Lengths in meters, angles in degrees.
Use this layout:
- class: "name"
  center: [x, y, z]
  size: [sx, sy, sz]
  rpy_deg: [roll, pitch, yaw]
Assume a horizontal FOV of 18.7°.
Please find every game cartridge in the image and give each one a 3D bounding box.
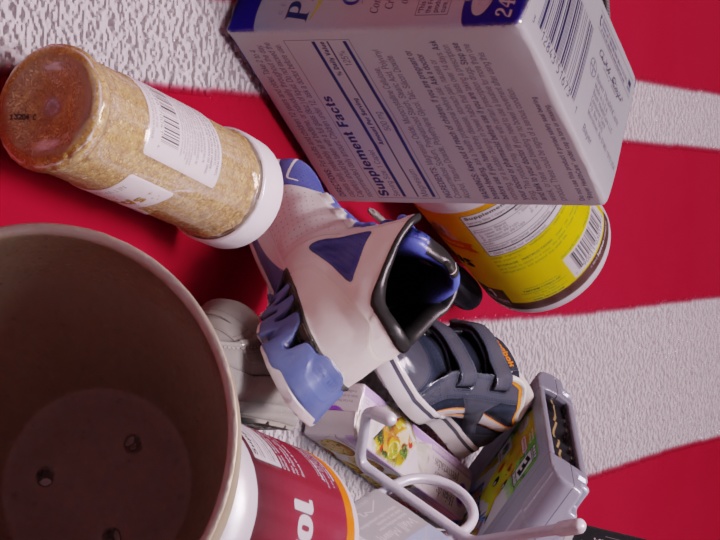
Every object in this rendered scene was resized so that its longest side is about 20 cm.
- class: "game cartridge"
  center: [0.108, 0.163, 1.570]
  size: [0.134, 0.040, 0.200]
  rpy_deg: [-60, -172, 16]

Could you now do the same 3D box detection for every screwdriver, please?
- class: "screwdriver"
  center: [0.043, -0.014, 1.565]
  size: [0.200, 0.028, 0.029]
  rpy_deg: [43, 25, -56]

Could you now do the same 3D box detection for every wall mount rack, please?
- class: "wall mount rack"
  center: [0.030, 0.163, 1.344]
  size: [0.199, 0.173, 0.075]
  rpy_deg: [-28, 139, -46]

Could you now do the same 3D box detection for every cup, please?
- class: "cup"
  center: [-0.143, 0.094, 1.050]
  size: [0.143, 0.198, 0.202]
  rpy_deg: [63, 36, -73]

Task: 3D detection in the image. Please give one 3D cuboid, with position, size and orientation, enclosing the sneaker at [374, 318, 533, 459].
- class: "sneaker"
  center: [0.063, 0.068, 1.531]
  size: [0.079, 0.079, 0.200]
  rpy_deg: [61, 9, 26]

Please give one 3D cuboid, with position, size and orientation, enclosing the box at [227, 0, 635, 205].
- class: "box"
  center: [0.049, -0.134, 1.371]
  size: [0.184, 0.198, 0.106]
  rpy_deg: [58, 42, -49]

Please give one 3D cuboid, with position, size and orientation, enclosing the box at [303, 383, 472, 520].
- class: "box"
  center: [0.022, 0.127, 1.519]
  size: [0.200, 0.041, 0.039]
  rpy_deg: [43, 55, -58]

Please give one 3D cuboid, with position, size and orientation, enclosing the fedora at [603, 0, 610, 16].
- class: "fedora"
  center: [0.128, -0.171, 1.646]
  size: [0.201, 0.089, 0.178]
  rpy_deg: [-69, 151, -48]

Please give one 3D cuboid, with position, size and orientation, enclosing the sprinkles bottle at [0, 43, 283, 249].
- class: "sprinkles bottle"
  center: [-0.116, -0.065, 1.196]
  size: [0.200, 0.068, 0.069]
  rpy_deg: [25, 71, -61]

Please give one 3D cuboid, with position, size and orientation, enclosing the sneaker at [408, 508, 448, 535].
- class: "sneaker"
  center: [0.001, 0.214, 1.451]
  size: [0.199, 0.080, 0.087]
  rpy_deg: [2, 102, -57]

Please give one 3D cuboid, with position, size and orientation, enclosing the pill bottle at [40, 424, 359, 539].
- class: "pill bottle"
  center: [-0.089, 0.137, 1.219]
  size: [0.200, 0.112, 0.114]
  rpy_deg: [30, 66, -60]

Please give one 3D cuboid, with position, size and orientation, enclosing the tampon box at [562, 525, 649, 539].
- class: "tampon box"
  center: [0.166, 0.297, 1.661]
  size: [0.201, 0.149, 0.127]
  rpy_deg: [78, 29, -52]

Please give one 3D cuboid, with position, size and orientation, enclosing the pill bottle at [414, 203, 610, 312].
- class: "pill bottle"
  center: [0.095, -0.062, 1.561]
  size: [0.200, 0.108, 0.110]
  rpy_deg: [49, 50, -46]

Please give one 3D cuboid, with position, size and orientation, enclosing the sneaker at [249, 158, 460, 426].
- class: "sneaker"
  center: [0.000, 0.000, 1.303]
  size: [0.081, 0.114, 0.200]
  rpy_deg: [57, 13, -35]

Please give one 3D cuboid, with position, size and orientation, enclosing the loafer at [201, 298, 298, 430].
- class: "loafer"
  center: [-0.089, 0.050, 1.268]
  size: [0.200, 0.069, 0.071]
  rpy_deg: [28, 63, -69]
